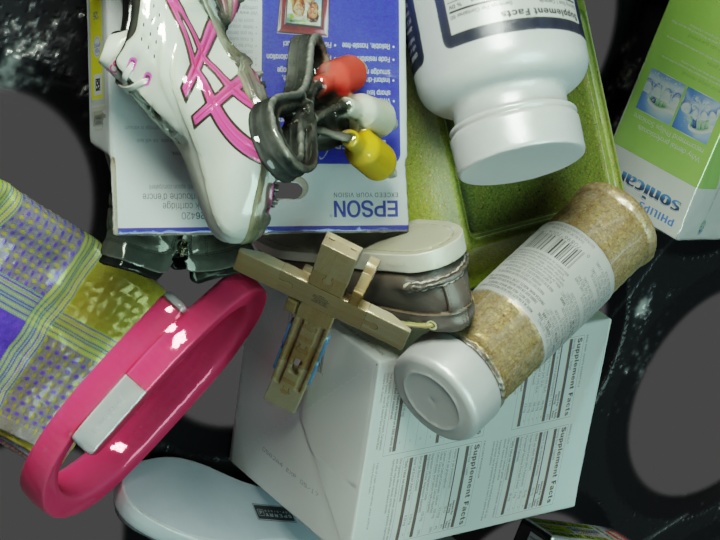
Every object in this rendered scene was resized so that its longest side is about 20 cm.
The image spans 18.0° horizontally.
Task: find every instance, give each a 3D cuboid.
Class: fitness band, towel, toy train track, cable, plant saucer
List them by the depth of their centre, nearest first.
[{"bbox_3d":[-0.021,-0.096,1.289,0.050,0.200,0.097,-19,88,12],"label":"cable"},{"bbox_3d":[-0.027,0.028,1.420,0.033,0.114,0.200,-63,177,-33],"label":"toy train track"},{"bbox_3d":[-0.217,0.031,1.422,0.144,0.023,0.200,-53,134,-2],"label":"towel"},{"bbox_3d":[-0.138,0.076,1.455,0.200,0.037,0.144,-47,170,-7],"label":"fitness band"},{"bbox_3d":[0.098,-0.095,1.533,0.199,0.048,0.201,-15,95,-33],"label":"plant saucer"}]

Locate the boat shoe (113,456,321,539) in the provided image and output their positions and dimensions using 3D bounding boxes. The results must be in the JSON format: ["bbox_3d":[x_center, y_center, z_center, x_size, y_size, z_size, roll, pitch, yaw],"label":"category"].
[{"bbox_3d":[-0.095,0.180,1.579,0.200,0.070,0.066,11,134,-41],"label":"boat shoe"}]

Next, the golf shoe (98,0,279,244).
[{"bbox_3d":[-0.103,-0.108,1.295,0.092,0.073,0.201,-12,84,-19],"label":"golf shoe"}]

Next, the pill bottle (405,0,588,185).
[{"bbox_3d":[0.081,-0.161,1.432,0.111,0.111,0.201,0,73,-39],"label":"pill bottle"}]

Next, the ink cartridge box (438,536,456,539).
[{"bbox_3d":[0.026,0.319,1.733,0.200,0.085,0.145,-34,131,-20],"label":"ink cartridge box"}]

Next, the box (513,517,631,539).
[{"bbox_3d":[0.130,0.287,1.720,0.110,0.035,0.200,13,103,-45],"label":"box"}]

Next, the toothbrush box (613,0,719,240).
[{"bbox_3d":[0.272,-0.129,1.664,0.145,0.086,0.200,-4,118,-52],"label":"toothbrush box"}]

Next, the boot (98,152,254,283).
[{"bbox_3d":[-0.077,-0.063,1.433,0.200,0.068,0.131,-7,99,-28],"label":"boot"}]

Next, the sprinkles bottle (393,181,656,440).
[{"bbox_3d":[0.108,0.024,1.457,0.200,0.068,0.068,-42,134,-31],"label":"sprinkles bottle"}]

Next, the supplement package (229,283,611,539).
[{"bbox_3d":[0.039,0.082,1.567,0.200,0.152,0.151,-9,119,-35],"label":"supplement package"}]

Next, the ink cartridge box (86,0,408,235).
[{"bbox_3d":[-0.067,-0.122,1.372,0.197,0.047,0.201,-1,92,-27],"label":"ink cartridge box"}]

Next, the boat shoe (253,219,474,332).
[{"bbox_3d":[0.000,0.000,1.454,0.072,0.200,0.060,-29,111,-32],"label":"boat shoe"}]
